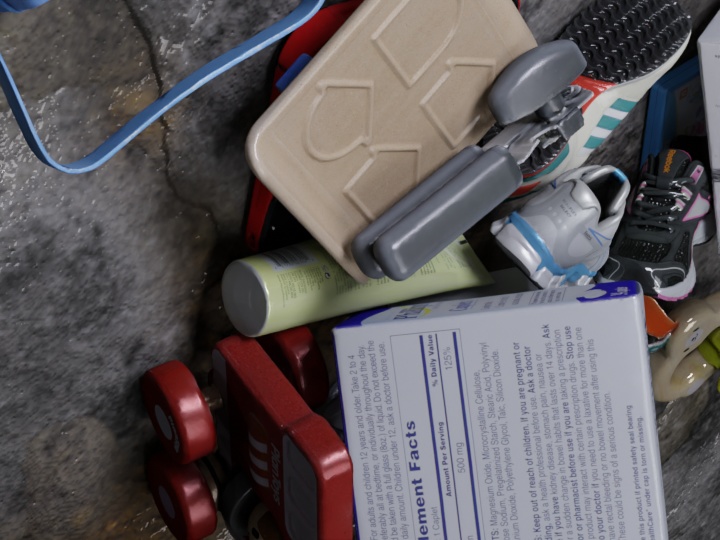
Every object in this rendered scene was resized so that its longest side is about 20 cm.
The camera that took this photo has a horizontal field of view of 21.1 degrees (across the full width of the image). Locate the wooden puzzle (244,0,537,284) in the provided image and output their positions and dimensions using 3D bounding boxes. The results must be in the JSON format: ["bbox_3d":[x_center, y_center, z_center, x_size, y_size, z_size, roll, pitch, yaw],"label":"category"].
[{"bbox_3d":[0.018,-0.110,1.196,0.200,0.046,0.185,-52,148,-6],"label":"wooden puzzle"}]

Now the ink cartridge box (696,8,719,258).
[{"bbox_3d":[0.331,-0.122,1.503,0.147,0.082,0.201,-51,138,-43],"label":"ink cartridge box"}]

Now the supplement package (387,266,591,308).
[{"bbox_3d":[0.119,0.073,1.433,0.200,0.117,0.118,15,66,-59],"label":"supplement package"}]

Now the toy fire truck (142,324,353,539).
[{"bbox_3d":[-0.058,0.140,1.276,0.112,0.168,0.201,-21,137,-23],"label":"toy fire truck"}]

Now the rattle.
[{"bbox_3d":[0.313,0.092,1.725,0.130,0.143,0.200,-30,158,12],"label":"rattle"}]

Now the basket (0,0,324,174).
[{"bbox_3d":[-0.119,-0.170,0.922,0.176,0.139,0.201,-37,114,-21],"label":"basket"}]

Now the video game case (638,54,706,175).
[{"bbox_3d":[0.306,-0.137,1.599,0.199,0.018,0.144,-31,143,-28],"label":"video game case"}]

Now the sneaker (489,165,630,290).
[{"bbox_3d":[0.159,-0.037,1.366,0.087,0.075,0.200,-42,175,15],"label":"sneaker"}]

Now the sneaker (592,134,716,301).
[{"bbox_3d":[0.230,-0.048,1.492,0.200,0.080,0.087,-54,150,-59],"label":"sneaker"}]

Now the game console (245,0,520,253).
[{"bbox_3d":[0.015,-0.107,1.273,0.199,0.031,0.177,-21,142,-37],"label":"game console"}]

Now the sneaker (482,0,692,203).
[{"bbox_3d":[0.157,-0.124,1.404,0.200,0.070,0.093,-43,167,-20],"label":"sneaker"}]

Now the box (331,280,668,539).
[{"bbox_3d":[0.093,0.110,1.263,0.105,0.199,0.185,-42,126,-80],"label":"box"}]

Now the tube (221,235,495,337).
[{"bbox_3d":[0.000,0.000,1.293,0.199,0.052,0.058,-16,103,-39],"label":"tube"}]

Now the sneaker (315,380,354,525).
[{"bbox_3d":[0.029,0.129,1.468,0.199,0.075,0.115,-8,131,-43],"label":"sneaker"}]

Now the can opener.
[{"bbox_3d":[0.070,-0.069,1.226,0.200,0.053,0.067,-43,112,-22],"label":"can opener"}]
